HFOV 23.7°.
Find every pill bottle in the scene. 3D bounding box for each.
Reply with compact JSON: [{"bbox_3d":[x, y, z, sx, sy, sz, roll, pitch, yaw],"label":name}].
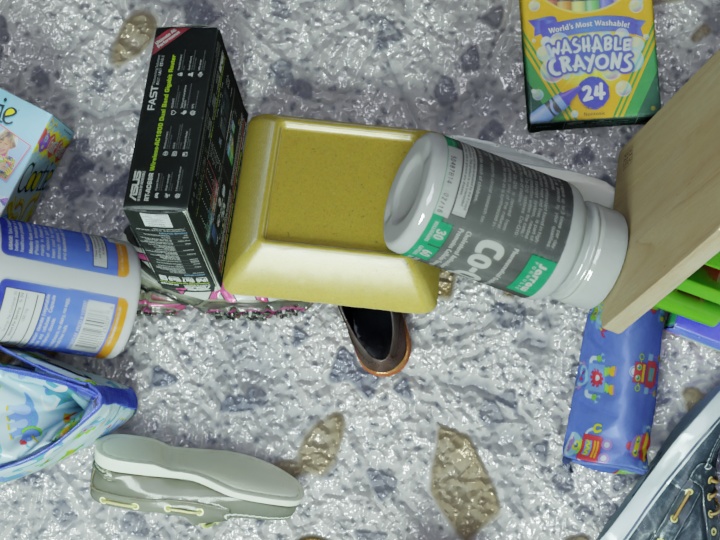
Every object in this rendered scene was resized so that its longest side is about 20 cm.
[{"bbox_3d":[0.131,-0.040,1.532,0.200,0.113,0.113,19,86,-16],"label":"pill bottle"},{"bbox_3d":[-0.308,0.012,1.541,0.200,0.112,0.112,11,85,-24],"label":"pill bottle"}]

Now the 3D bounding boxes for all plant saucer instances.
[{"bbox_3d":[-0.019,-0.066,1.599,0.199,0.048,0.200,6,60,1],"label":"plant saucer"}]

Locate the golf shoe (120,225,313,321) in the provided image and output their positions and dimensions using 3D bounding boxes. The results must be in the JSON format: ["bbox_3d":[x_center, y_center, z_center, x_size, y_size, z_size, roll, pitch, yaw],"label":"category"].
[{"bbox_3d":[-0.142,0.002,1.631,0.199,0.073,0.092,4,83,4],"label":"golf shoe"}]

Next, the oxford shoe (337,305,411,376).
[{"bbox_3d":[0.000,0.000,1.621,0.071,0.073,0.200,-22,80,2],"label":"oxford shoe"}]

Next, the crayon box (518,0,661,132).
[{"bbox_3d":[0.217,-0.239,1.643,0.125,0.052,0.201,-4,84,3],"label":"crayon box"}]

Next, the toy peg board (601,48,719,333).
[{"bbox_3d":[0.309,-0.058,1.502,0.098,0.200,0.200,20,57,-14],"label":"toy peg board"}]

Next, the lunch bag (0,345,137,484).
[{"bbox_3d":[-0.317,0.133,1.581,0.199,0.170,0.128,-9,85,3],"label":"lunch bag"}]

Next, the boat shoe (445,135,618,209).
[{"bbox_3d":[0.159,-0.083,1.620,0.199,0.072,0.069,8,42,-12],"label":"boat shoe"}]

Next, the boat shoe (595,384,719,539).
[{"bbox_3d":[0.309,0.205,1.591,0.091,0.071,0.200,36,95,5],"label":"boat shoe"}]

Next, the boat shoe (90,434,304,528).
[{"bbox_3d":[-0.155,0.206,1.617,0.201,0.072,0.060,12,111,-5],"label":"boat shoe"}]

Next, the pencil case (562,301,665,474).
[{"bbox_3d":[0.237,0.093,1.599,0.078,0.087,0.201,11,85,-39],"label":"pencil case"}]

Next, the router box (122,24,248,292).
[{"bbox_3d":[-0.157,-0.102,1.570,0.062,0.150,0.200,2,62,10],"label":"router box"}]

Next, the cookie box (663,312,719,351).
[{"bbox_3d":[0.398,-0.008,1.598,0.171,0.075,0.200,21,86,6],"label":"cookie box"}]

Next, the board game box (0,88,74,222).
[{"bbox_3d":[-0.372,-0.075,1.636,0.105,0.103,0.200,27,87,5],"label":"board game box"}]
